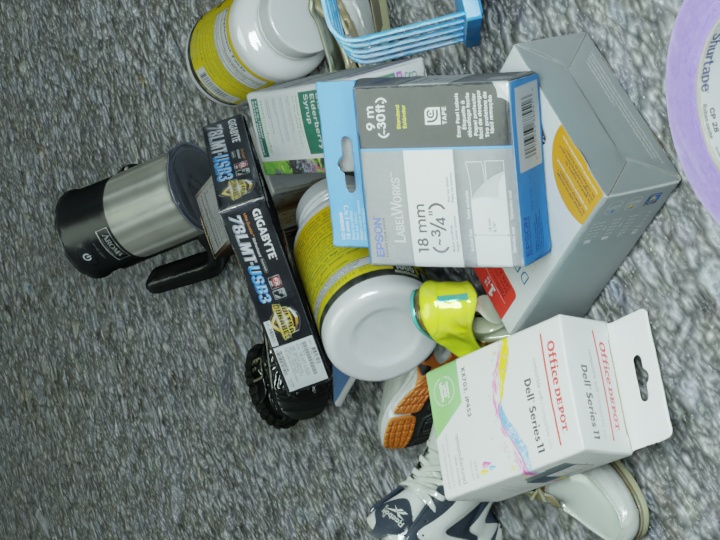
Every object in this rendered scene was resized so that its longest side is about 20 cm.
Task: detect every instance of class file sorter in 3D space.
[{"bbox_3d":[0.027,-0.252,1.337,0.200,0.122,0.140,-27,-75,-86],"label":"file sorter"}]

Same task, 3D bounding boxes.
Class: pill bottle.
[{"bbox_3d":[-0.098,-0.242,1.676,0.200,0.111,0.112,-13,91,62],"label":"pill bottle"},{"bbox_3d":[0.000,0.000,1.512,0.200,0.112,0.113,-112,24,-50],"label":"pill bottle"}]

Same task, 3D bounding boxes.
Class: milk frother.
[{"bbox_3d":[-0.250,-0.093,2.018,0.187,0.180,0.201,-19,51,29],"label":"milk frother"}]

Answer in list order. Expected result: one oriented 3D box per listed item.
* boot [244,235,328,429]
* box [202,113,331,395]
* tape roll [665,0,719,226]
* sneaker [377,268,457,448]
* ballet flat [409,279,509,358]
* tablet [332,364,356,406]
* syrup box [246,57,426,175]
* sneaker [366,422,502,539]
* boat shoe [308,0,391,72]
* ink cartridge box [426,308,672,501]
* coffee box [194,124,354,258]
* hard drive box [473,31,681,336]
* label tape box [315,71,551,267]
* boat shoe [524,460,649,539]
[{"bbox_3d":[-0.085,0.074,1.830,0.158,0.079,0.213,153,119,-78],"label":"boot"},{"bbox_3d":[-0.090,-0.018,1.498,0.200,0.049,0.200,-112,5,-62],"label":"box"},{"bbox_3d":[0.291,-0.113,1.035,0.200,0.085,0.201,37,134,51],"label":"tape roll"},{"bbox_3d":[0.054,0.085,1.593,0.092,0.075,0.201,58,140,45],"label":"sneaker"},{"bbox_3d":[0.105,0.051,1.426,0.200,0.067,0.067,37,-137,-63],"label":"ballet flat"},{"bbox_3d":[-0.003,0.046,1.673,0.200,0.014,0.131,119,152,-60],"label":"tablet"},{"bbox_3d":[-0.017,-0.133,1.424,0.200,0.081,0.079,4,111,61],"label":"syrup box"},{"bbox_3d":[0.064,0.209,1.547,0.079,0.129,0.200,32,132,50],"label":"sneaker"},{"bbox_3d":[-0.004,-0.180,1.548,0.075,0.068,0.201,172,87,-70],"label":"boat shoe"},{"bbox_3d":[0.151,0.110,1.330,0.200,0.067,0.118,-28,63,42],"label":"ink cartridge box"},{"bbox_3d":[-0.088,-0.092,1.723,0.200,0.114,0.080,-41,67,61],"label":"coffee box"},{"bbox_3d":[0.155,-0.067,1.319,0.156,0.076,0.200,62,150,26],"label":"hard drive box"},{"bbox_3d":[0.044,-0.078,1.272,0.199,0.063,0.145,1,105,29],"label":"label tape box"},{"bbox_3d":[0.168,0.174,1.408,0.200,0.068,0.075,43,136,46],"label":"boat shoe"}]
